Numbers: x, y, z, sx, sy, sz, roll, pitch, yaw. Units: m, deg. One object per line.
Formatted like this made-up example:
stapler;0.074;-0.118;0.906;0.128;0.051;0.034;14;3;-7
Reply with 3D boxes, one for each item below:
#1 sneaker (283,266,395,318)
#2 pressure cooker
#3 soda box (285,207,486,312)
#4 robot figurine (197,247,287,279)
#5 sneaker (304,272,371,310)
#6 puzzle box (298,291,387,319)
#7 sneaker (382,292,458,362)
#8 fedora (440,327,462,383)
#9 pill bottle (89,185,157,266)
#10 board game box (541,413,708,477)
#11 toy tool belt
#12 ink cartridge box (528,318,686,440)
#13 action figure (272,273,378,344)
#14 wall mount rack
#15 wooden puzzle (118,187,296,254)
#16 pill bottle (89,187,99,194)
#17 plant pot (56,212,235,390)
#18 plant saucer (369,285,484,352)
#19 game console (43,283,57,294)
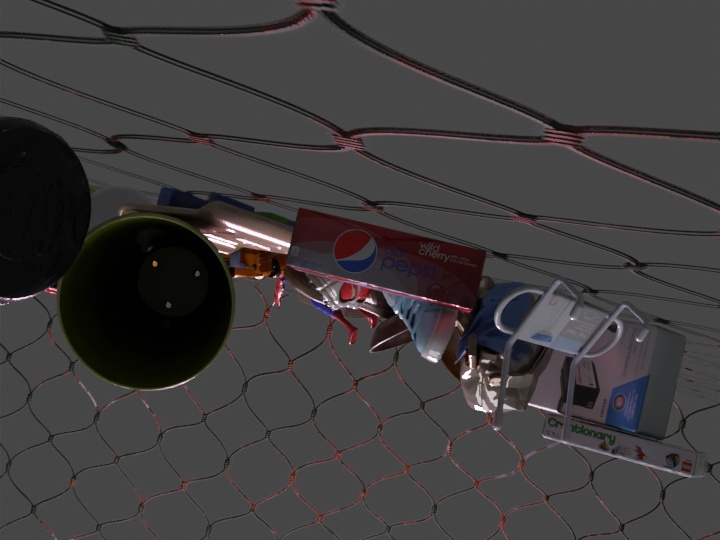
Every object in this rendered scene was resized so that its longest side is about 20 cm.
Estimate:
sneaker;-0.011;0.007;1.261;0.199;0.076;0.070;16;-157;-36
pressure cooker;-0.382;-0.068;0.883;0.199;0.179;0.176;12;144;30
soda box;0.027;-0.010;0.962;0.199;0.064;0.070;13;176;6
robot figurine;-0.172;-0.025;1.308;0.199;0.059;0.145;10;-170;41
sneaker;0.000;0.000;1.129;0.077;0.085;0.200;55;-167;-1
puzzle box;0.017;0.054;1.476;0.199;0.026;0.133;5;-172;-36
sneaker;0.060;0.039;1.053;0.082;0.074;0.200;16;-160;-7
fedora;0.212;0.101;1.394;0.200;0.201;0.082;15;135;-4
pill bottle;-0.309;-0.020;1.236;0.109;0.110;0.200;14;155;6
board game box;0.359;0.237;1.244;0.199;0.035;0.126;12;174;28
toy tool belt;0.170;0.066;1.117;0.124;0.200;0.123;-8;128;28
ink cartridge box;0.331;0.139;1.284;0.084;0.146;0.200;19;173;-41
action figure;-0.065;0.043;1.359;0.200;0.065;0.099;41;149;24
wall mount rack;0.222;0.098;1.023;0.199;0.174;0.075;17;-154;-35
wooden puzzle;-0.162;-0.059;1.099;0.185;0.047;0.200;18;169;-42
pill bottle;-0.382;-0.055;1.341;0.114;0.115;0.200;12;174;27
plant pot;-0.229;0.022;1.059;0.186;0.188;0.200;15;-174;-5
plant saucer;0.100;0.065;1.291;0.199;0.032;0.200;-22;170;-4
game console;-0.464;-0.055;1.329;0.031;0.178;0.200;-16;162;21
